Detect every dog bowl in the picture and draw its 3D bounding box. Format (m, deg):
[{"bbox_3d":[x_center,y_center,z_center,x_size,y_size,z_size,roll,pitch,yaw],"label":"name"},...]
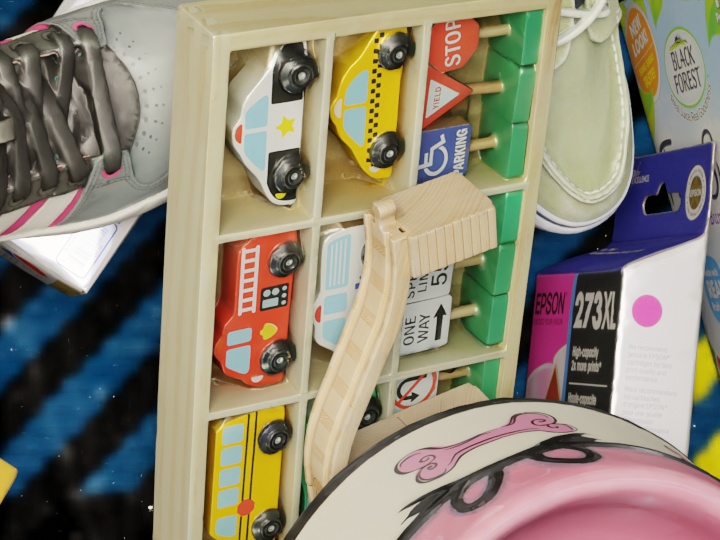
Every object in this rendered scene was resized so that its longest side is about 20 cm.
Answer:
[{"bbox_3d":[0.065,0.141,0.733,0.199,0.074,0.201,0,89,-22],"label":"dog bowl"}]

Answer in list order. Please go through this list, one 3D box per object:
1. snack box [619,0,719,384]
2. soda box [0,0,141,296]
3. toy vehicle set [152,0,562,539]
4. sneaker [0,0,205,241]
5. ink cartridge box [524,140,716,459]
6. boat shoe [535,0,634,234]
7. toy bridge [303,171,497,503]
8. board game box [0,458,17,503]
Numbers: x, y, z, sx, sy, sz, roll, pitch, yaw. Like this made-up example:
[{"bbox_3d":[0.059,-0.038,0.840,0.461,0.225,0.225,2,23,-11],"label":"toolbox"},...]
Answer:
[{"bbox_3d":[0.153,-0.011,0.827,0.053,0.142,0.201,-16,91,-9],"label":"snack box"},{"bbox_3d":[-0.068,-0.089,0.829,0.064,0.068,0.200,35,82,-7],"label":"soda box"},{"bbox_3d":[-0.003,0.003,0.772,0.124,0.027,0.201,-12,123,-28],"label":"toy vehicle set"},{"bbox_3d":[-0.115,-0.042,0.720,0.199,0.121,0.084,-19,96,-3],"label":"sneaker"},{"bbox_3d":[0.086,0.055,0.836,0.037,0.095,0.201,9,87,-13],"label":"ink cartridge box"},{"bbox_3d":[0.052,-0.100,0.794,0.072,0.062,0.201,-31,114,-22],"label":"boat shoe"},{"bbox_3d":[0.015,0.060,0.781,0.067,0.027,0.201,-21,128,-20],"label":"toy bridge"},{"bbox_3d":[-0.231,0.066,0.764,0.200,0.040,0.153,35,125,-7],"label":"board game box"}]
